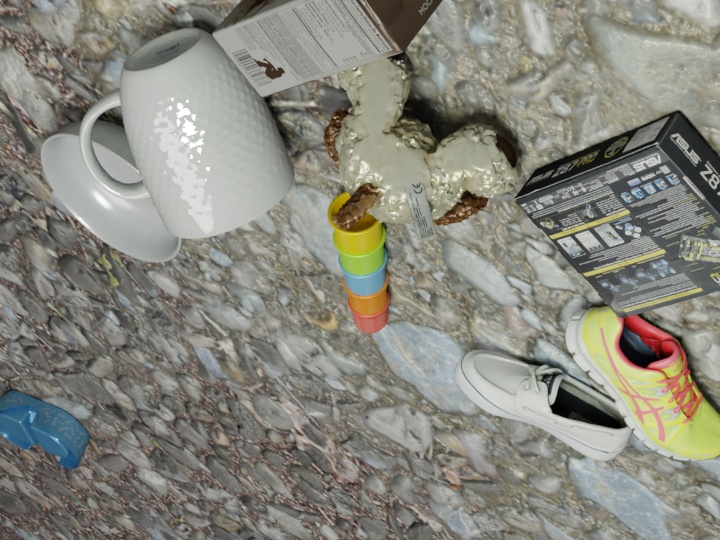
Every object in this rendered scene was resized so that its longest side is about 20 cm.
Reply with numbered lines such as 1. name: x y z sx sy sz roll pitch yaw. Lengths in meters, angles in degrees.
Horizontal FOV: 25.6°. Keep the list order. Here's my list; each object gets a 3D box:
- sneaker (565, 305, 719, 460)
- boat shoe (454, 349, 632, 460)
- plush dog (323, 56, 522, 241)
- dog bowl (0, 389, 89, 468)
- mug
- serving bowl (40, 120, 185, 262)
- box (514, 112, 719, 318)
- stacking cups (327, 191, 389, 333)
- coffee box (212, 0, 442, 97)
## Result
1. sneaker: 0.291 0.109 1.540 0.200 0.078 0.090 42 147 -7
2. boat shoe: 0.198 0.129 1.683 0.199 0.074 0.066 23 144 4
3. plush dog: 0.035 -0.092 1.488 0.199 0.161 0.172 36 176 5
4. dog bowl: -0.532 0.259 2.628 0.199 0.050 0.112 17 145 30
5. mug: -0.188 -0.138 1.598 0.198 0.148 0.176 -16 118 12
6. serving bowl: -0.273 -0.103 1.845 0.199 0.066 0.201 27 149 18
7. box: 0.253 -0.043 1.399 0.161 0.049 0.200 47 148 -13
8. stacking cups: 0.000 0.000 1.707 0.060 0.061 0.201 24 147 20
9. coffee box: -0.021 -0.231 1.362 0.199 0.113 0.080 -10 127 51
